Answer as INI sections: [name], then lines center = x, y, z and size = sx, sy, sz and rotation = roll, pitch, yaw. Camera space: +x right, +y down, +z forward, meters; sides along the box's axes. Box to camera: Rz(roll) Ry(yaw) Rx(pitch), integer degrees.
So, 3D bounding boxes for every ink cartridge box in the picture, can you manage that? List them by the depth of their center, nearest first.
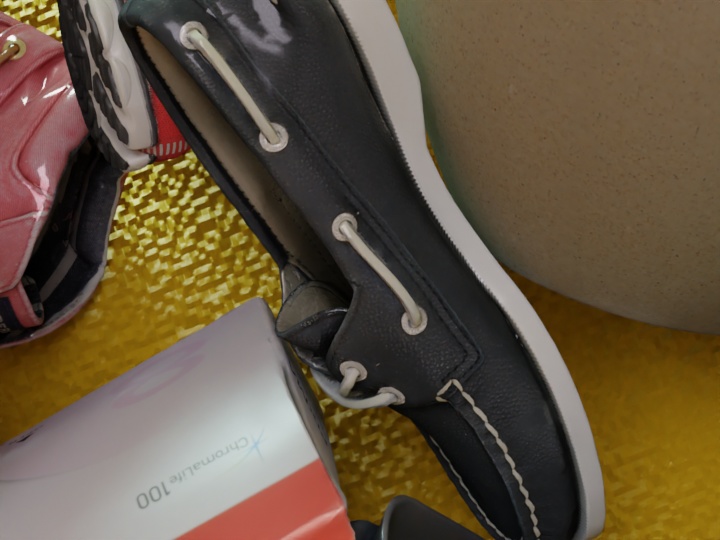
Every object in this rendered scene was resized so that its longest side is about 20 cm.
[ink cartridge box]
center = -0.082, 0.077, 0.728
size = 0.162, 0.200, 0.057
rotation = -29, 94, 0

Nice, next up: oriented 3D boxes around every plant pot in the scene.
[plant pot]
center = 0.091, -0.061, 0.756
size = 0.200, 0.200, 0.135
rotation = 21, 107, 17

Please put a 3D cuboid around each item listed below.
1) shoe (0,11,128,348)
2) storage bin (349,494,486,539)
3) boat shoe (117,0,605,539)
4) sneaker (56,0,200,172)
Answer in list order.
[shoe]
center = -0.143, 0.010, 0.825
size = 0.091, 0.072, 0.201
rotation = 23, 74, 20
[storage bin]
center = -0.019, 0.177, 0.719
size = 0.134, 0.146, 0.201
rotation = -18, 69, 15
[boat shoe]
center = 0.000, 0.000, 0.745
size = 0.060, 0.076, 0.201
rotation = -33, 102, -20
[sneaker]
center = -0.048, -0.110, 0.816
size = 0.084, 0.077, 0.201
rotation = -2, 44, 0
